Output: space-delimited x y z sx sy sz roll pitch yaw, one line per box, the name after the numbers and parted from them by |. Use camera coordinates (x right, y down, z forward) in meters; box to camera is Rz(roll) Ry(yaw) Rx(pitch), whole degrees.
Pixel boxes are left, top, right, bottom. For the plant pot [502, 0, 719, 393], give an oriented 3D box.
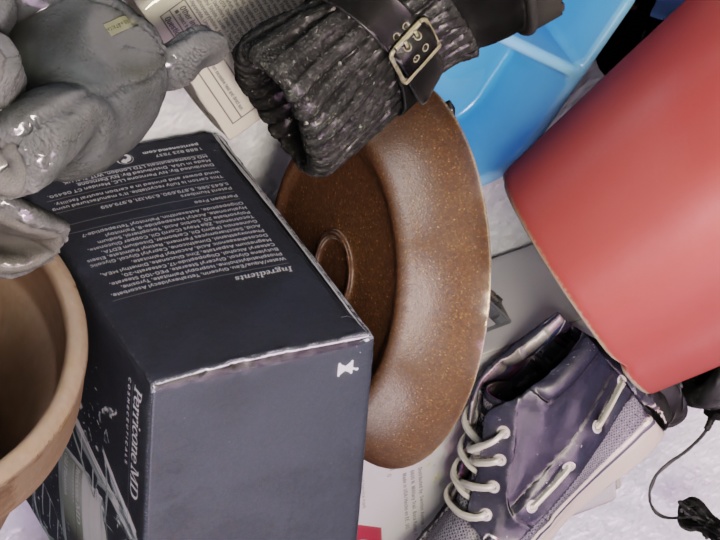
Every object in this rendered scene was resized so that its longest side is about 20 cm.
0.184 -0.041 1.557 0.177 0.201 0.200 -33 134 9 | plant pot

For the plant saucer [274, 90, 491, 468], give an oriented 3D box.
0.000 0.000 1.494 0.037 0.200 0.201 -1 123 -30 | plant saucer

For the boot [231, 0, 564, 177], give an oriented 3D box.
0.005 -0.147 1.379 0.158 0.079 0.211 -31 136 -10 | boot

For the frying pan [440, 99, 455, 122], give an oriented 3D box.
0.021 -0.001 1.526 0.031 0.115 0.190 3 161 -6 | frying pan

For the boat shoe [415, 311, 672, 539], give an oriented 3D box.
0.070 0.110 1.612 0.200 0.075 0.093 -45 127 -6 | boat shoe

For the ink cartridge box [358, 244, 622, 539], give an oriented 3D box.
0.041 0.087 1.676 0.200 0.086 0.148 -19 130 -20 | ink cartridge box

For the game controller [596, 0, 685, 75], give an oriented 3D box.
0.200 -0.182 1.606 0.104 0.042 0.200 6 118 -35 | game controller

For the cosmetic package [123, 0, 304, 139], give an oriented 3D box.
-0.019 -0.169 1.459 0.200 0.073 0.104 -36 133 -4 | cosmetic package

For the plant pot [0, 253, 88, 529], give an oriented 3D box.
-0.233 0.080 1.450 0.200 0.200 0.175 -18 147 -19 | plant pot

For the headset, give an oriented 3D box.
0.194 0.068 1.751 0.123 0.094 0.200 -16 118 -21 | headset

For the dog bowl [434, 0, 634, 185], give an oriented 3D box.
0.076 -0.128 1.564 0.111 0.050 0.200 22 109 -40 | dog bowl

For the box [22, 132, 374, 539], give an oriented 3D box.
-0.091 0.070 1.506 0.124 0.197 0.200 -13 128 -24 | box

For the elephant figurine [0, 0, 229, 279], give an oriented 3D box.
-0.192 -0.062 1.385 0.155 0.142 0.200 38 133 -12 | elephant figurine
